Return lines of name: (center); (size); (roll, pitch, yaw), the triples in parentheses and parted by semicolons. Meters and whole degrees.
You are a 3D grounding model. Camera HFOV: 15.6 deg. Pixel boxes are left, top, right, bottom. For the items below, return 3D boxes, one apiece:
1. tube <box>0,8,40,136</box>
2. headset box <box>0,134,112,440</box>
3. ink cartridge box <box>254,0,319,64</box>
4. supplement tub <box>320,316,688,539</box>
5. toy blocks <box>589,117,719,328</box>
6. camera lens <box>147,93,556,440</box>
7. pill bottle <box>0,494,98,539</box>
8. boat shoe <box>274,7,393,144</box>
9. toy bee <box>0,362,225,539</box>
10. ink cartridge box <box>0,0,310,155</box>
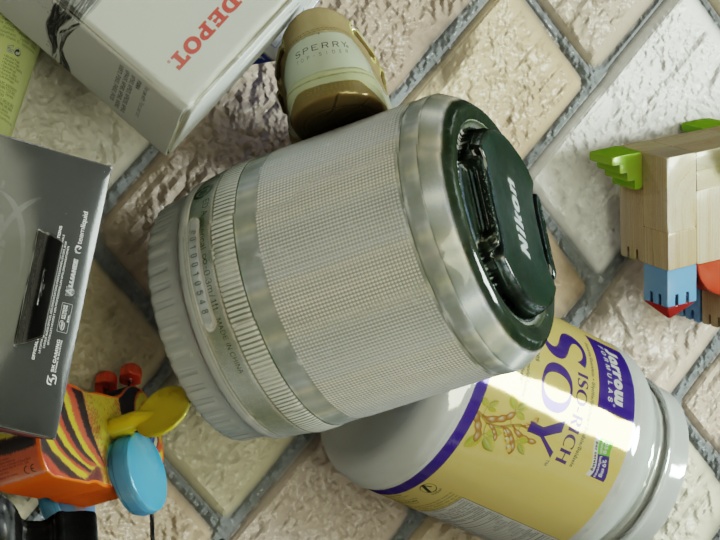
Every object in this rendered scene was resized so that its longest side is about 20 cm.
tube: (-0.199, -0.168, 1.502); (0.058, 0.052, 0.201); (36, 65, -60)
headset box: (-0.212, 0.008, 1.404); (0.075, 0.200, 0.150); (15, 82, -31)
ink cartridge box: (-0.032, -0.209, 1.576); (0.044, 0.094, 0.201); (44, 70, -23)
supplement tub: (0.091, 0.094, 1.627); (0.199, 0.145, 0.146); (25, 78, -30)
toy blocks: (0.248, -0.025, 1.766); (0.199, 0.100, 0.138); (-12, 108, -32)
camera lens: (0.000, 0.000, 1.480); (0.160, 0.199, 0.161); (51, 29, -43)
pill bottle: (-0.239, 0.175, 1.402); (0.198, 0.112, 0.113); (-1, 91, -8)
boat shoe: (-0.012, -0.102, 1.549); (0.073, 0.200, 0.067); (-11, 78, -3)
toy bee: (-0.155, 0.100, 1.510); (0.130, 0.200, 0.109); (-9, 64, 2)
ink cartridge box: (-0.129, -0.186, 1.453); (0.200, 0.084, 0.144); (41, 71, 3)
